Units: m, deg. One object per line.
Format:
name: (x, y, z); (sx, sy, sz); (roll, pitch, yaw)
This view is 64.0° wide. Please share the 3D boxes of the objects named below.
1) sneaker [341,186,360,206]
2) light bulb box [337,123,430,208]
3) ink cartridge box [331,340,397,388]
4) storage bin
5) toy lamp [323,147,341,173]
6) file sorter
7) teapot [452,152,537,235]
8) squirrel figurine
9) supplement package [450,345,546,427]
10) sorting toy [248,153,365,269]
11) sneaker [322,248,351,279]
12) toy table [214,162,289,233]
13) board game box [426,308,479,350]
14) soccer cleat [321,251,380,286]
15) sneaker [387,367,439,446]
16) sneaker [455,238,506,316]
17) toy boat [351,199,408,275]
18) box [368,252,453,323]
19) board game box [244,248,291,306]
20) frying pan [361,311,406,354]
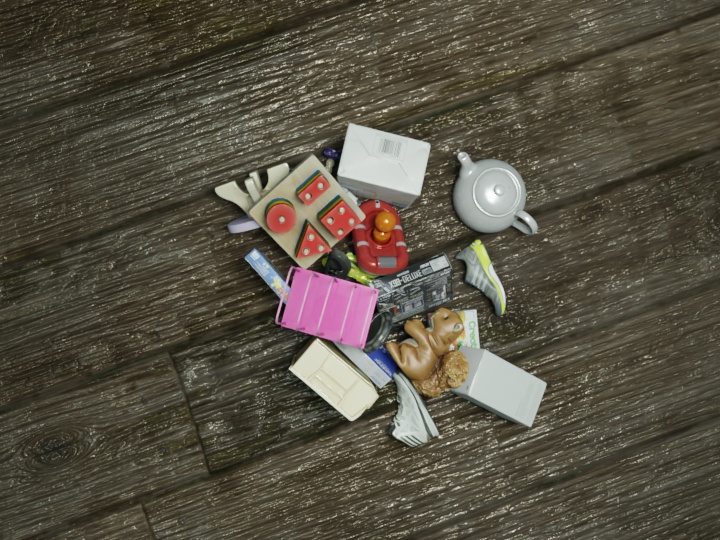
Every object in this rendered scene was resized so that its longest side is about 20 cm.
sneaker: (-0.070, -0.105, 1.415); (0.071, 0.073, 0.201); (36, 114, 6)
light bulb box: (0.049, -0.244, 1.383); (0.196, 0.200, 0.126); (14, 88, -3)
ink cartridge box: (0.003, 0.190, 1.430); (0.200, 0.094, 0.044); (45, 116, -2)
storage bin: (-0.062, 0.249, 1.378); (0.198, 0.200, 0.094); (41, 86, -2)
toy lamp: (-0.098, -0.204, 1.448); (0.058, 0.058, 0.202); (16, 88, -3)
file sorter: (-0.073, 0.082, 1.269); (0.198, 0.125, 0.140); (15, 87, 4)
teapot: (0.329, -0.185, 1.423); (0.198, 0.146, 0.200); (-1, 90, -4)
squirrel figurine: (0.185, 0.195, 1.389); (0.186, 0.142, 0.201); (-36, 72, 2)
supplement package: (0.328, 0.280, 1.407); (0.199, 0.117, 0.118); (29, 79, -19)
sorting toy: (-0.116, -0.122, 1.321); (0.198, 0.070, 0.200); (-40, 118, 6)
sneaker: (-0.076, 0.039, 1.397); (0.060, 0.200, 0.105); (29, 61, 10)
toy table: (-0.241, -0.177, 1.393); (0.198, 0.184, 0.118); (-22, 108, -11)
board game box: (0.240, 0.204, 1.474); (0.125, 0.035, 0.202); (-6, 90, -3)
soccer cleat: (0.000, 0.000, 1.447); (0.198, 0.065, 0.085); (5, 85, -4)
sneaker: (0.106, 0.354, 1.447); (0.115, 0.076, 0.202); (-29, 94, -4)
sneaker: (0.308, 0.026, 1.467); (0.080, 0.074, 0.202); (-25, 85, 7)
toy boat: (0.051, -0.093, 1.390); (0.129, 0.131, 0.201); (-1, 55, -15)
box: (0.128, 0.051, 1.409); (0.198, 0.158, 0.050); (-22, 58, -2)
board game box: (-0.195, 0.035, 1.404); (0.034, 0.135, 0.200); (-41, 91, -3)
frying pan: (0.060, 0.130, 1.401); (0.031, 0.189, 0.116); (29, 133, 31)
